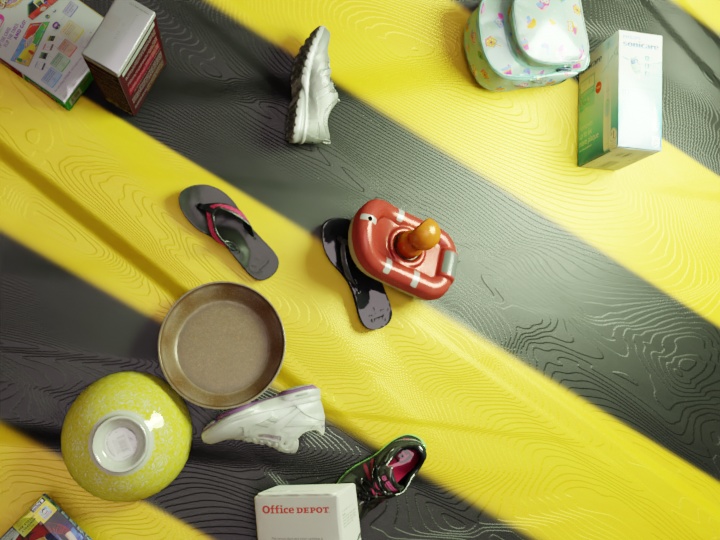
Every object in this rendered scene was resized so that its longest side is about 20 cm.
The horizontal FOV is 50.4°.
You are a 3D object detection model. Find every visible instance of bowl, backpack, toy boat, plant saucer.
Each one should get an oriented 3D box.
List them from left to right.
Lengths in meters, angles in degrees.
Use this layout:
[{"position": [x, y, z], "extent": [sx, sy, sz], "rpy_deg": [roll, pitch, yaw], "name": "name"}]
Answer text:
[{"position": [-0.354, 0.254, 1.145], "extent": [0.197, 0.108, 0.203], "rpy_deg": [1, 85, -11], "name": "bowl"}, {"position": [-0.217, 0.119, 1.207], "extent": [0.197, 0.037, 0.203], "rpy_deg": [2, 74, -8], "name": "plant saucer"}, {"position": [0.081, -0.044, 1.225], "extent": [0.198, 0.131, 0.132], "rpy_deg": [24, 60, -17], "name": "toy boat"}, {"position": [0.283, -0.402, 1.310], "extent": [0.197, 0.153, 0.178], "rpy_deg": [-11, 92, -5], "name": "backpack"}]

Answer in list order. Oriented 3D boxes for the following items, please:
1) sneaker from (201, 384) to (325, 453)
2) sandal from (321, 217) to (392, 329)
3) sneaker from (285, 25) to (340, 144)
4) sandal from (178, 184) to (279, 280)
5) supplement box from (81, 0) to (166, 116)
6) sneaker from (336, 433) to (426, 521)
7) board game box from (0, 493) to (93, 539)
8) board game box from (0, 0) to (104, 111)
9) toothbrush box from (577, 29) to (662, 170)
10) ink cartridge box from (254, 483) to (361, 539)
[{"position": [-0.148, 0.249, 1.201], "extent": [0.197, 0.075, 0.101], "rpy_deg": [-15, 87, -11], "name": "sneaker"}, {"position": [0.001, 0.000, 1.269], "extent": [0.075, 0.043, 0.202], "rpy_deg": [-27, 90, -12], "name": "sandal"}, {"position": [-0.072, -0.305, 1.280], "extent": [0.081, 0.075, 0.203], "rpy_deg": [10, 89, -24], "name": "sneaker"}, {"position": [-0.208, -0.067, 1.235], "extent": [0.200, 0.045, 0.075], "rpy_deg": [44, 79, -4], "name": "sandal"}, {"position": [-0.351, -0.319, 1.152], "extent": [0.060, 0.200, 0.110], "rpy_deg": [28, 80, -5], "name": "supplement box"}, {"position": [0.027, 0.336, 1.221], "extent": [0.200, 0.084, 0.077], "rpy_deg": [-43, 92, -11], "name": "sneaker"}, {"position": [-0.466, 0.470, 1.127], "extent": [0.200, 0.062, 0.200], "rpy_deg": [46, 79, -5], "name": "board game box"}, {"position": [-0.503, -0.376, 1.210], "extent": [0.199, 0.040, 0.154], "rpy_deg": [35, 79, -6], "name": "board game box"}, {"position": [0.449, -0.291, 1.330], "extent": [0.084, 0.146, 0.203], "rpy_deg": [5, 85, -10], "name": "toothbrush box"}, {"position": [-0.075, 0.433, 1.164], "extent": [0.143, 0.084, 0.203], "rpy_deg": [-7, 86, 20], "name": "ink cartridge box"}]
